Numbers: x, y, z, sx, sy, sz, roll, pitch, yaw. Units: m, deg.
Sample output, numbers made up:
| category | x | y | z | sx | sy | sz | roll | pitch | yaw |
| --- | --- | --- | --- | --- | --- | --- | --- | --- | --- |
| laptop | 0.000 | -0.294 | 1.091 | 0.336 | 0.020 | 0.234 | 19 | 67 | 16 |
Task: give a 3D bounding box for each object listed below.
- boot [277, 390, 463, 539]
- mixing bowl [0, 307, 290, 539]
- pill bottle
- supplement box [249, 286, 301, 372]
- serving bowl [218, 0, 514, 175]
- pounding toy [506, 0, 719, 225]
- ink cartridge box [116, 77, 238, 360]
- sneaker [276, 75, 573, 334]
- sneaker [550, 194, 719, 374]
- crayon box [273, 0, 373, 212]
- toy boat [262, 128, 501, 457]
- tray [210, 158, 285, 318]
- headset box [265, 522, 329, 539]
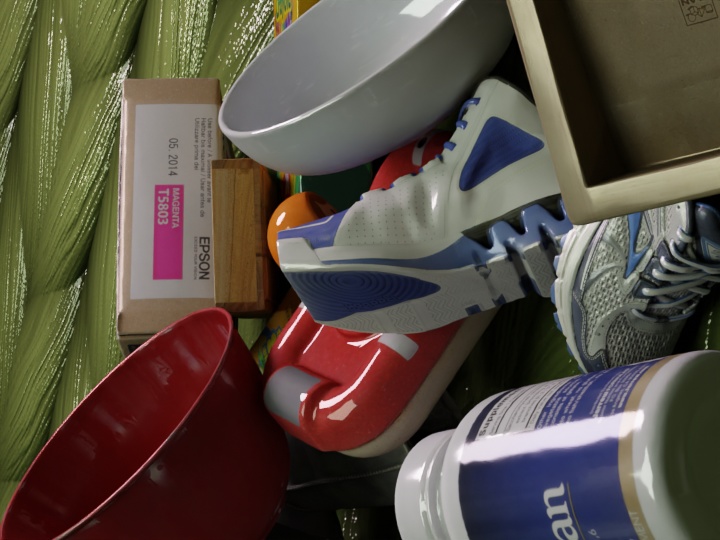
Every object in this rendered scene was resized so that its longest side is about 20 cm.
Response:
| category | x | y | z | sx | sy | sz | roll | pitch | yaw |
| --- | --- | --- | --- | --- | --- | --- | --- | --- | --- |
| boot | 0.001 | 0.146 | 1.292 | 0.200 | 0.073 | 0.182 | -17 | 115 | 39 |
| mixing bowl | -0.116 | 0.131 | 1.229 | 0.200 | 0.108 | 0.200 | -39 | 20 | 17 |
| pill bottle | 0.111 | 0.109 | 0.986 | 0.200 | 0.111 | 0.111 | -17 | 77 | 49 |
| supplement box | -0.022 | 0.052 | 1.331 | 0.200 | 0.069 | 0.067 | 122 | 140 | -52 |
| serving bowl | 0.016 | -0.118 | 1.155 | 0.066 | 0.200 | 0.200 | 54 | 161 | -20 |
| pounding toy | 0.173 | -0.146 | 0.846 | 0.184 | 0.142 | 0.201 | -13 | 95 | 41 |
| ink cartridge box | -0.129 | -0.014 | 1.425 | 0.165 | 0.075 | 0.201 | 89 | 180 | -67 |
| sneaker | 0.056 | -0.039 | 1.085 | 0.081 | 0.199 | 0.115 | 66 | -163 | -57 |
| sneaker | 0.155 | -0.020 | 0.973 | 0.085 | 0.077 | 0.201 | 41 | 128 | 49 |
| crayon box | -0.026 | -0.129 | 1.305 | 0.127 | 0.051 | 0.201 | -171 | 80 | -81 |
| toy boat | 0.000 | 0.000 | 1.154 | 0.200 | 0.131 | 0.130 | -56 | 32 | -9 |
| tray | -0.075 | -0.018 | 1.366 | 0.200 | 0.037 | 0.099 | 78 | -170 | -87 |
| headset box | -0.074 | 0.268 | 1.284 | 0.075 | 0.149 | 0.200 | 13 | 133 | 26 |
